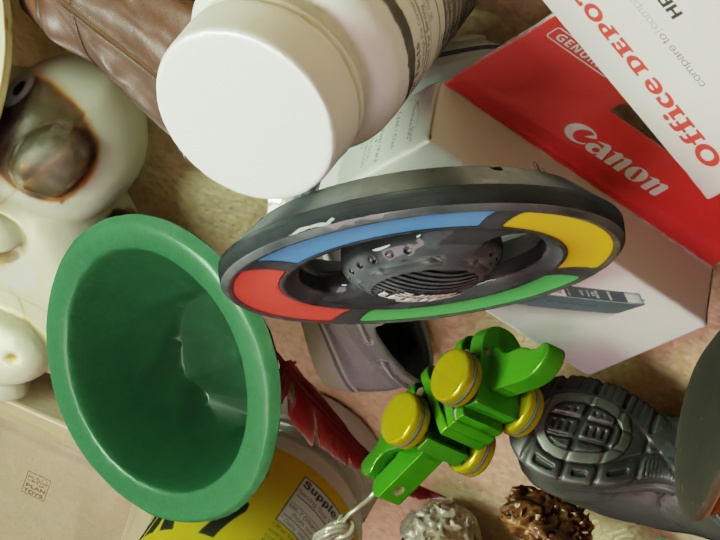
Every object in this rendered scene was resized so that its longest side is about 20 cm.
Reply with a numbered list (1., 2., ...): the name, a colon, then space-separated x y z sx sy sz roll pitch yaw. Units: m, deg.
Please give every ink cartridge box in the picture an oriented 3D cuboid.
1. ink cartridge box: 0.108 -0.034 1.513 0.200 0.045 0.176 31 142 -27
2. ink cartridge box: 0.202 -0.142 1.381 0.147 0.086 0.200 48 134 -12

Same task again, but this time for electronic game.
1. electronic game: 0.030 -0.007 1.442 0.200 0.200 0.042 -21 70 42

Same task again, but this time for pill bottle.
1. pill bottle: -0.013 -0.129 1.442 0.113 0.200 0.113 17 132 19
2. pill bottle: -0.068 0.168 1.731 0.114 0.200 0.115 17 134 18

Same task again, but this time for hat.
1. hat: -0.060 0.042 1.670 0.165 0.176 0.201 21 118 32

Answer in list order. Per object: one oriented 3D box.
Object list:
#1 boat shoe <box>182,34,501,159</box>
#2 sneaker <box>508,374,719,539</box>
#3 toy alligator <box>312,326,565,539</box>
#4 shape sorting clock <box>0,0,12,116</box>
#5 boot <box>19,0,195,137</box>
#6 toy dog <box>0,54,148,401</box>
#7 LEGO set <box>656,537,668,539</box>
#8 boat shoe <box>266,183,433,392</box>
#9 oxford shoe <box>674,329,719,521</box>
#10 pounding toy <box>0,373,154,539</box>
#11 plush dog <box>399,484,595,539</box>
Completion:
1. boat shoe: -0.015 -0.107 1.557 0.199 0.073 0.067 -11 83 25
2. sneaker: 0.179 0.112 1.630 0.199 0.076 0.091 18 161 7
3. toy alligator: 0.036 0.084 1.612 0.059 0.054 0.200 25 128 -33
4. shape sorting clock: -0.264 -0.108 1.653 0.199 0.201 0.039 -14 157 39
5. boot: -0.108 -0.153 1.522 0.200 0.064 0.187 42 150 36
6. toy dog: -0.176 -0.028 1.678 0.193 0.140 0.201 23 131 21
7. LEGO set: 0.215 0.241 1.632 0.153 0.116 0.200 14 153 14
8. boat shoe: 0.000 0.001 1.630 0.071 0.070 0.201 4 147 17
9. oxford shoe: 0.218 0.052 1.525 0.071 0.071 0.201 10 123 -21
10. pounding toy: -0.198 0.113 1.835 0.184 0.142 0.200 24 130 5
11. plush dog: 0.104 0.219 1.695 0.160 0.201 0.172 2 162 -6
